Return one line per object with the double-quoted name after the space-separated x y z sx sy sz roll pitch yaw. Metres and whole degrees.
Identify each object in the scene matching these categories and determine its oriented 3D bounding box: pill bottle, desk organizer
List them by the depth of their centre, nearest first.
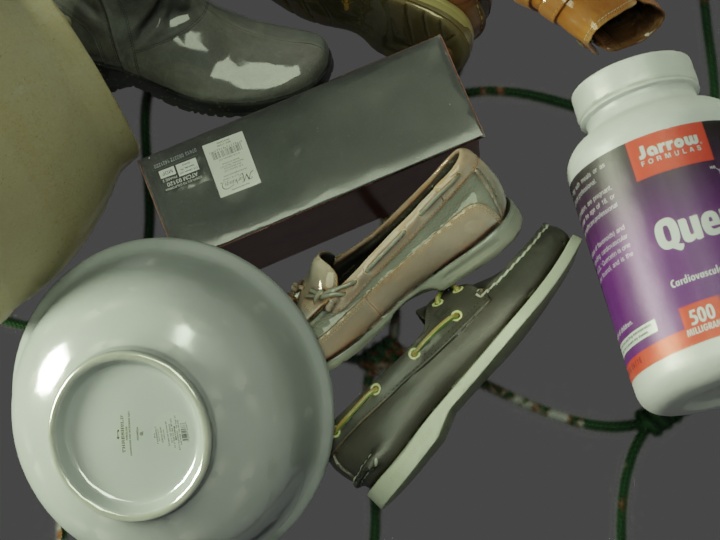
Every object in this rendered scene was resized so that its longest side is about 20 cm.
0.190 -0.023 1.163 0.111 0.113 0.202 -16 73 -1 "pill bottle"
-0.027 -0.062 1.207 0.198 0.077 0.072 -23 73 -3 "desk organizer"

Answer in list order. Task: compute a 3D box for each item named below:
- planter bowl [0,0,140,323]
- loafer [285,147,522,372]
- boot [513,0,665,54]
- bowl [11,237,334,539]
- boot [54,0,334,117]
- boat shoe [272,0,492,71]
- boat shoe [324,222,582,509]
-0.216 -0.087 1.165 0.134 0.200 0.201 -33 74 -8 "planter bowl"
0.000 0.000 1.176 0.199 0.072 0.063 -34 113 2 "loafer"
0.087 -0.189 1.200 0.156 0.199 0.077 53 126 20 "boot"
-0.120 0.087 1.125 0.199 0.090 0.203 2 98 11 "bowl"
-0.115 -0.170 1.210 0.198 0.133 0.070 4 42 4 "boot"
-0.008 -0.197 1.255 0.199 0.072 0.068 29 58 7 "boat shoe"
0.054 0.045 1.173 0.060 0.072 0.202 38 82 9 "boat shoe"
